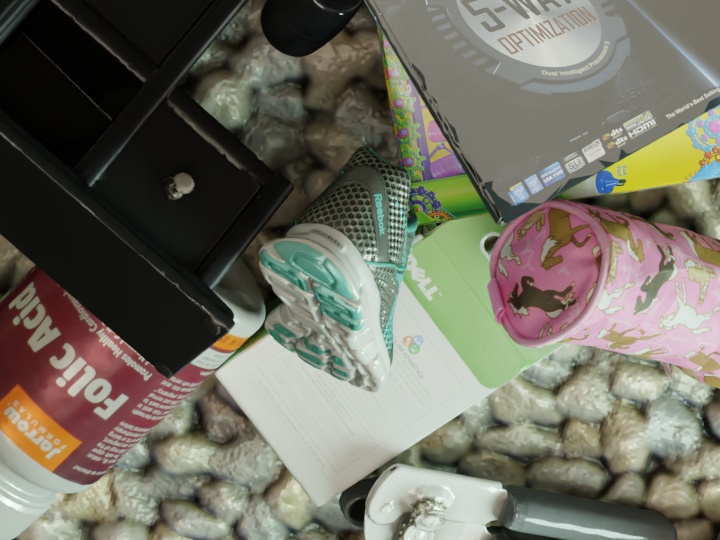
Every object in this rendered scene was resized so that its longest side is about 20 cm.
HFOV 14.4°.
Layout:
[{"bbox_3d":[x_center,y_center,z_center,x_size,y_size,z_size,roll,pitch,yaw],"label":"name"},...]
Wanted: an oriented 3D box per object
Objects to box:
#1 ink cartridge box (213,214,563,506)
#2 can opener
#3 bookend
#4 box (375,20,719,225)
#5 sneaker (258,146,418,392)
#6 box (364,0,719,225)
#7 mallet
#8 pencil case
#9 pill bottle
[{"bbox_3d":[0.025,0.035,1.622,0.200,0.059,0.104,-34,105,11],"label":"ink cartridge box"},{"bbox_3d":[0.088,0.144,1.652,0.199,0.067,0.053,13,111,-20],"label":"can opener"},{"bbox_3d":[-0.106,-0.087,1.501,0.200,0.092,0.199,42,61,-7],"label":"bookend"},{"bbox_3d":[0.104,-0.148,1.527,0.192,0.122,0.201,-8,108,4],"label":"box"},{"bbox_3d":[0.000,0.000,1.499,0.077,0.200,0.091,30,73,7],"label":"sneaker"},{"bbox_3d":[0.117,-0.140,1.443,0.199,0.044,0.161,-28,106,9],"label":"box"},{"bbox_3d":[-0.070,-0.201,1.496,0.041,0.066,0.200,-30,78,-30],"label":"mallet"},{"bbox_3d":[0.154,0.014,1.548,0.200,0.083,0.087,15,101,-49],"label":"pencil case"},{"bbox_3d":[-0.160,0.052,1.602,0.200,0.114,0.114,-43,103,13],"label":"pill bottle"}]
